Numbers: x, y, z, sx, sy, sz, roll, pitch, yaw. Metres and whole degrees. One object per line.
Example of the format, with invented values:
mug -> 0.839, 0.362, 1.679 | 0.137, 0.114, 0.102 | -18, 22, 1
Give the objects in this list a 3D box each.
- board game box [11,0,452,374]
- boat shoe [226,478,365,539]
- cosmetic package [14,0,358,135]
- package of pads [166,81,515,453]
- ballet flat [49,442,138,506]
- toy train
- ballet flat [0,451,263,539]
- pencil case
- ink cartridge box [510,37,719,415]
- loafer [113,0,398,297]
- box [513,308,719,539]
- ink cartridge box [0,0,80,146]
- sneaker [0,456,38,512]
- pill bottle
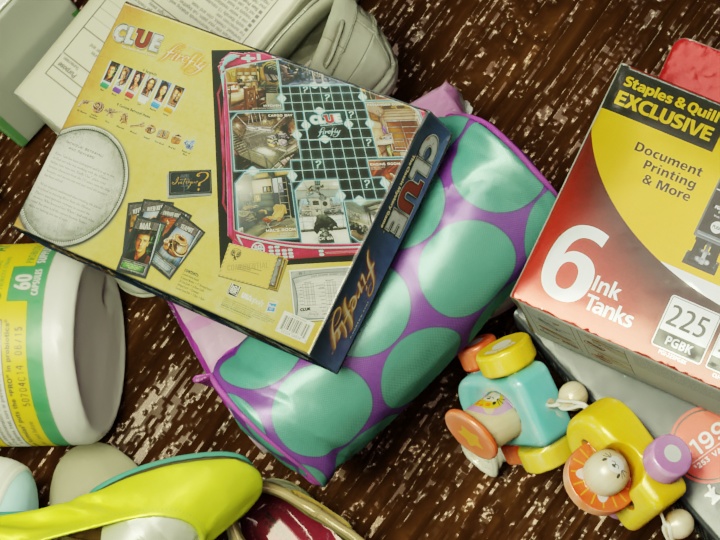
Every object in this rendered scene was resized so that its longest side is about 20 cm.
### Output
board game box -> -0.067, -0.045, 1.322 | 0.200, 0.035, 0.136 | 23, 83, 31
boat shoe -> -0.001, 0.186, 1.382 | 0.200, 0.066, 0.074 | 39, 87, 17
cosmetic package -> -0.086, -0.137, 1.464 | 0.103, 0.087, 0.200 | 39, 86, 15
package of pads -> 0.000, 0.000, 1.421 | 0.200, 0.076, 0.121 | -31, 72, 2
ballet flat -> -0.125, 0.181, 1.408 | 0.069, 0.069, 0.200 | -23, 73, 5
toy train -> 0.106, 0.122, 1.329 | 0.056, 0.150, 0.200 | -32, 53, -30
ballet flat -> -0.145, 0.149, 1.350 | 0.199, 0.067, 0.067 | -12, 48, 2
pencil case -> 0.013, 0.013, 1.334 | 0.092, 0.085, 0.200 | 43, 89, 19
ink cartridge box -> 0.202, -0.017, 1.273 | 0.200, 0.084, 0.176 | 23, 82, 16
loafer -> -0.065, -0.070, 1.389 | 0.200, 0.070, 0.070 | -48, 39, -16
box -> 0.215, 0.033, 1.357 | 0.200, 0.104, 0.182 | -42, 72, -1
ink cartridge box -> -0.253, -0.178, 1.477 | 0.200, 0.146, 0.084 | 41, 88, 18
sneaker -> -0.181, 0.204, 1.414 | 0.082, 0.074, 0.201 | 5, 89, 12
pill bottle -> -0.240, 0.042, 1.439 | 0.199, 0.113, 0.113 | -2, 77, 11
